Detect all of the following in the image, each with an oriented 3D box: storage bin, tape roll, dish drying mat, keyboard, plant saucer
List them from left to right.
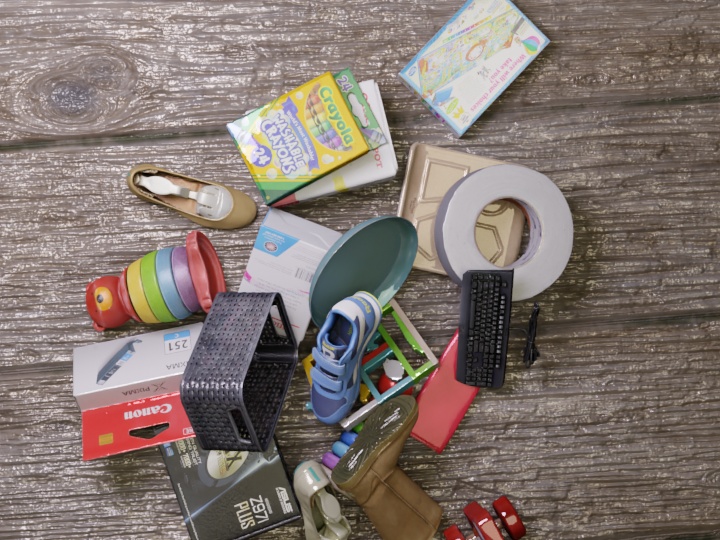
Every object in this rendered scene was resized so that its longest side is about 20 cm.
[{"bbox_3d":[-0.164,0.138,1.612,0.093,0.201,0.136,0,132,17],"label":"storage bin"},{"bbox_3d":[0.000,0.000,1.675,0.200,0.200,0.027,-45,58,-3],"label":"plant saucer"},{"bbox_3d":[0.140,0.173,1.769,0.076,0.018,0.201,31,88,-3],"label":"dish drying mat"},{"bbox_3d":[0.206,0.087,1.707,0.126,0.021,0.202,-1,121,-2],"label":"keyboard"},{"bbox_3d":[0.211,-0.055,1.725,0.198,0.066,0.203,0,91,-9],"label":"tape roll"}]

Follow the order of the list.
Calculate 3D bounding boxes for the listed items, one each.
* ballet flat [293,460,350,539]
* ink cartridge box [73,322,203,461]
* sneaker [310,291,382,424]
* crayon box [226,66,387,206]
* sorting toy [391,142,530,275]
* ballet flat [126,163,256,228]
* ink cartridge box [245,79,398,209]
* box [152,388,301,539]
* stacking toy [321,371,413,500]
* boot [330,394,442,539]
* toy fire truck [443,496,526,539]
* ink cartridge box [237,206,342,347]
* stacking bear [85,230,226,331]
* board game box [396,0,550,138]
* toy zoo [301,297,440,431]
[{"bbox_3d":[-0.049,0.357,1.680,0.069,0.070,0.201,-20,130,-4],"label":"ballet flat"},{"bbox_3d":[-0.310,0.170,1.678,0.198,0.045,0.177,-12,46,-3],"label":"ink cartridge box"},{"bbox_3d":[-0.035,0.127,1.657,0.073,0.082,0.202,22,106,24],"label":"sneaker"},{"bbox_3d":[-0.075,-0.194,1.661,0.199,0.052,0.127,-28,90,-3],"label":"crayon box"},{"bbox_3d":[0.152,-0.083,1.768,0.198,0.036,0.187,12,89,-8],"label":"sorting toy"},{"bbox_3d":[-0.252,-0.107,1.728,0.198,0.063,0.069,14,89,-3],"label":"ballet flat"},{"bbox_3d":[-0.057,-0.183,1.729,0.198,0.083,0.147,-14,89,-2],"label":"ink cartridge box"},{"bbox_3d":[-0.194,0.291,1.714,0.162,0.086,0.202,-19,90,-4],"label":"box"},{"bbox_3d":[0.013,0.236,1.733,0.085,0.085,0.201,30,84,-2],"label":"stacking toy"},{"bbox_3d":[0.062,0.301,1.705,0.175,0.066,0.200,-46,124,-9],"label":"boot"},{"bbox_3d":[0.208,0.430,1.694,0.111,0.168,0.201,-28,91,-3],"label":"toy fire truck"},{"bbox_3d":[-0.115,0.022,1.708,0.114,0.068,0.201,21,119,-2],"label":"ink cartridge box"},{"bbox_3d":[-0.306,0.028,1.701,0.198,0.114,0.123,-15,87,8],"label":"stacking bear"},{"bbox_3d":[0.171,-0.320,1.770,0.134,0.034,0.200,44,87,-2],"label":"board game box"},{"bbox_3d":[0.002,0.146,1.729,0.199,0.020,0.132,-34,61,-3],"label":"toy zoo"}]
